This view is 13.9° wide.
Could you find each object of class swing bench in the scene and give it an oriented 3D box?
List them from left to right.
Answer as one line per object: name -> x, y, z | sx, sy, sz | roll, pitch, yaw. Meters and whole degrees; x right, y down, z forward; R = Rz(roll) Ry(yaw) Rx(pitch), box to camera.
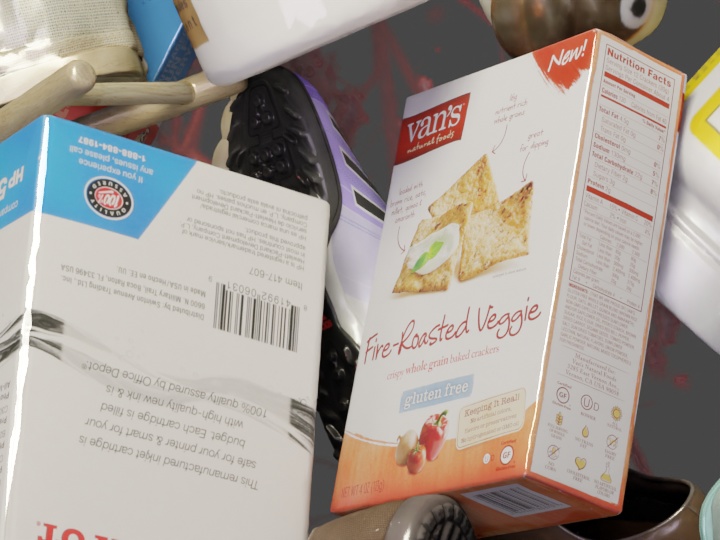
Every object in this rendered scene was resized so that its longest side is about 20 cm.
swing bench -> -0.187, -0.140, 1.331 | 0.199, 0.130, 0.200 | -21, 82, 31

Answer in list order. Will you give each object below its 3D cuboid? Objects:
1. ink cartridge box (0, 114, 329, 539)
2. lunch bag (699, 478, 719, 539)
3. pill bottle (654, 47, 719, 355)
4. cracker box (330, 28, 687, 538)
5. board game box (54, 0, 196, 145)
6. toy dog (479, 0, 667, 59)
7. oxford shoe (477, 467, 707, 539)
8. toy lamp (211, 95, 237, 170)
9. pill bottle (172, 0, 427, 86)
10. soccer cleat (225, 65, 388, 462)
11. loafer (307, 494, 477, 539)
ink cartridge box -> -0.098, 0.055, 1.241 | 0.084, 0.146, 0.201 | -24, 56, 51
lunch bag -> 0.246, 0.141, 1.206 | 0.160, 0.077, 0.201 | -31, 94, -12
pill bottle -> 0.199, -0.061, 1.279 | 0.114, 0.114, 0.200 | 44, 98, 13
cracker box -> 0.062, 0.010, 1.258 | 0.134, 0.058, 0.201 | -17, 55, 51
board game box -> -0.170, -0.141, 1.417 | 0.199, 0.040, 0.153 | 28, 94, 14
toy dog -> 0.065, -0.183, 1.312 | 0.194, 0.139, 0.200 | -38, 79, 19
oxford shoe -> 0.073, 0.111, 1.302 | 0.199, 0.073, 0.085 | -3, 124, 30
toy lamp -> -0.056, -0.064, 1.375 | 0.058, 0.058, 0.201 | 11, 89, 15
pill bottle -> -0.051, -0.191, 1.268 | 0.114, 0.114, 0.201 | -22, 93, 12
soccer cleat -> 0.000, 0.000, 1.340 | 0.068, 0.073, 0.201 | -23, 88, 48
loafer -> 0.026, 0.173, 1.251 | 0.071, 0.073, 0.201 | 5, 126, 30
